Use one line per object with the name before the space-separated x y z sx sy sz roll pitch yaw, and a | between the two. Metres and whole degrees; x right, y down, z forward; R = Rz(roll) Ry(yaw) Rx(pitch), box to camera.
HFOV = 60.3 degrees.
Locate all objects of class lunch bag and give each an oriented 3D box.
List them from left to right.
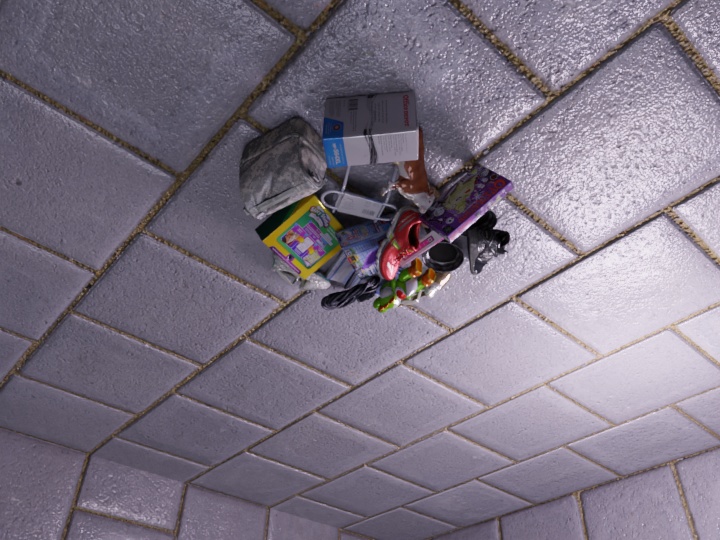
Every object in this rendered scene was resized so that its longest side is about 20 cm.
lunch bag | -0.179 -0.220 1.414 0.199 0.169 0.139 -21 135 25

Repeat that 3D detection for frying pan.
frying pan | 0.200 -0.060 1.691 0.190 0.031 0.115 37 129 -25
frying pan | 0.261 -0.124 1.617 0.189 0.031 0.115 -7 145 5

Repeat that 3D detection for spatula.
spatula | 0.000 0.000 1.607 0.056 0.021 0.200 -29 169 -36

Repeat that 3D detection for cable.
cable | -0.026 0.063 1.755 0.162 0.051 0.200 -12 169 -23

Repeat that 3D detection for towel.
towel | 0.011 0.009 1.794 0.199 0.024 0.147 19 137 -21

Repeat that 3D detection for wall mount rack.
wall mount rack | 0.009 -0.198 1.516 0.199 0.075 0.174 13 142 -14

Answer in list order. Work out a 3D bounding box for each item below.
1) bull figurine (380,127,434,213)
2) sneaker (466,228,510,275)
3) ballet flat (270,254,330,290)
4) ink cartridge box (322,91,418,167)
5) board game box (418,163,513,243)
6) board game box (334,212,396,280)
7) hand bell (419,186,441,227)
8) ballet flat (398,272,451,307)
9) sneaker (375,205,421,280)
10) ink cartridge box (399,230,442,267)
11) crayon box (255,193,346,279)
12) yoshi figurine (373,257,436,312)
bull figurine | 0.107 -0.227 1.422 0.121 0.065 0.201 -12 105 -19
sneaker | 0.344 -0.048 1.664 0.113 0.077 0.200 -4 150 7
ballet flat | -0.177 0.019 1.773 0.199 0.072 0.072 33 131 -30
ink cartridge box | 0.024 -0.303 1.329 0.198 0.147 0.085 -3 138 5
board game box | 0.244 -0.160 1.445 0.200 0.120 0.032 -41 137 -7
board game box | 0.060 -0.069 1.635 0.199 0.062 0.200 -27 143 3
hand bell | 0.141 -0.212 1.499 0.104 0.104 0.200 -22 123 25
ballet flat | 0.180 0.062 1.820 0.199 0.066 0.070 -24 137 26
sneaker | 0.101 -0.059 1.528 0.077 0.085 0.201 -8 124 -49
ink cartridge box | 0.183 -0.081 1.573 0.200 0.095 0.037 -39 84 36
crayon box | -0.140 -0.093 1.583 0.172 0.058 0.200 -40 138 3
yoshi figurine | 0.114 0.040 1.757 0.200 0.113 0.112 -39 159 30
